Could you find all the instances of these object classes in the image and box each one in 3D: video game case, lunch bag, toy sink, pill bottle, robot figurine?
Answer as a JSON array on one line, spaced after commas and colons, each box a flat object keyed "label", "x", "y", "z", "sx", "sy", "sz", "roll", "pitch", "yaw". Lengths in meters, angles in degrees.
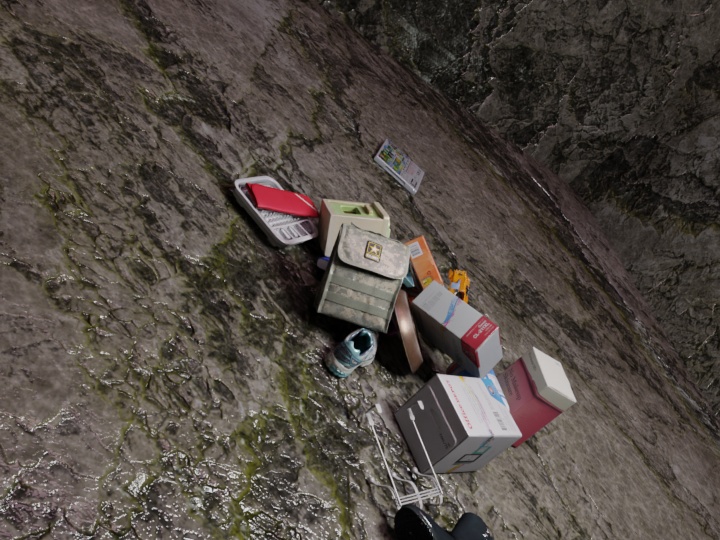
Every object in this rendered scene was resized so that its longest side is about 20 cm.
[{"label": "video game case", "x": 0.133, "y": -0.355, "z": 2.551, "sx": 0.182, "sy": 0.022, "sz": 0.201, "roll": 41, "pitch": 28, "yaw": -8}, {"label": "lunch bag", "x": 0.006, "y": 0.012, "z": 1.606, "sx": 0.162, "sy": 0.203, "sz": 0.118, "roll": 18, "pitch": 1, "yaw": -9}, {"label": "toy sink", "x": 0.005, "y": -0.100, "z": 1.807, "sx": 0.197, "sy": 0.114, "sz": 0.131, "roll": 5, "pitch": 21, "yaw": -14}, {"label": "pill bottle", "x": 0.278, "y": 0.302, "z": 1.737, "sx": 0.111, "sy": 0.112, "sz": 0.202, "roll": 22, "pitch": 35, "yaw": -35}, {"label": "robot figurine", "x": 0.234, "y": 0.105, "z": 1.893, "sx": 0.057, "sy": 0.203, "sz": 0.145, "roll": 11, "pitch": -8, "yaw": 15}]

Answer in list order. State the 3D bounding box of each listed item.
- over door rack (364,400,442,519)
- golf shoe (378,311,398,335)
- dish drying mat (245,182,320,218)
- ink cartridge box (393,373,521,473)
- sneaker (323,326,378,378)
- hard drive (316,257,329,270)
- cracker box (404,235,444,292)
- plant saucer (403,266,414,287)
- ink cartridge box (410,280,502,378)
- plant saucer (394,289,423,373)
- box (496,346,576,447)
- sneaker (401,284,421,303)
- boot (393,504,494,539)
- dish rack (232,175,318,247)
[{"label": "over door rack", "x": 0.075, "y": 0.354, "z": 1.415, "sx": 0.147, "sy": 0.066, "sz": 0.203, "roll": 6, "pitch": 66, "yaw": -50}, {"label": "golf shoe", "x": 0.017, "y": 0.091, "z": 1.717, "sx": 0.198, "sy": 0.075, "sz": 0.092, "roll": 19, "pitch": 40, "yaw": -38}, {"label": "dish drying mat", "x": -0.180, "y": -0.164, "z": 1.762, "sx": 0.198, "sy": 0.018, "sz": 0.077, "roll": 8, "pitch": 44, "yaw": -49}, {"label": "ink cartridge box", "x": 0.203, "y": 0.321, "z": 1.567, "sx": 0.198, "sy": 0.146, "sz": 0.148, "roll": 13, "pitch": 40, "yaw": -45}, {"label": "sneaker", "x": 0.005, "y": 0.159, "z": 1.585, "sx": 0.078, "sy": 0.086, "sz": 0.200, "roll": 46, "pitch": 27, "yaw": 4}, {"label": "hard drive", "x": 0.000, "y": 0.000, "z": 1.782, "sx": 0.131, "sy": 0.026, "sz": 0.199, "roll": 23, "pitch": 11, "yaw": 24}, {"label": "cracker box", "x": 0.170, "y": 0.013, "z": 1.927, "sx": 0.200, "sy": 0.057, "sz": 0.136, "roll": 61, "pitch": 7, "yaw": -68}, {"label": "plant saucer", "x": 0.098, "y": -0.016, "z": 1.873, "sx": 0.070, "sy": 0.019, "sz": 0.200, "roll": 46, "pitch": 15, "yaw": -16}, {"label": "ink cartridge box", "x": 0.220, "y": 0.135, "z": 1.710, "sx": 0.199, "sy": 0.083, "sz": 0.146, "roll": 38, "pitch": -18, "yaw": 32}, {"label": "plant saucer", "x": 0.109, "y": 0.131, "z": 1.704, "sx": 0.200, "sy": 0.034, "sz": 0.204, "roll": -14, "pitch": 90, "yaw": -85}, {"label": "box", "x": 0.393, "y": 0.304, "z": 1.794, "sx": 0.108, "sy": 0.200, "sz": 0.129, "roll": 29, "pitch": 30, "yaw": -28}, {"label": "sneaker", "x": 0.091, "y": 0.034, "z": 1.923, "sx": 0.201, "sy": 0.073, "sz": 0.077, "roll": 53, "pitch": 4, "yaw": 13}, {"label": "boot", "x": 0.158, "y": 0.482, "z": 1.354, "sx": 0.201, "sy": 0.076, "sz": 0.168, "roll": 56, "pitch": 32, "yaw": 6}, {"label": "dish rack", "x": -0.203, "y": -0.132, "z": 1.752, "sx": 0.201, "sy": 0.044, "sz": 0.171, "roll": 50, "pitch": 28, "yaw": 10}]
